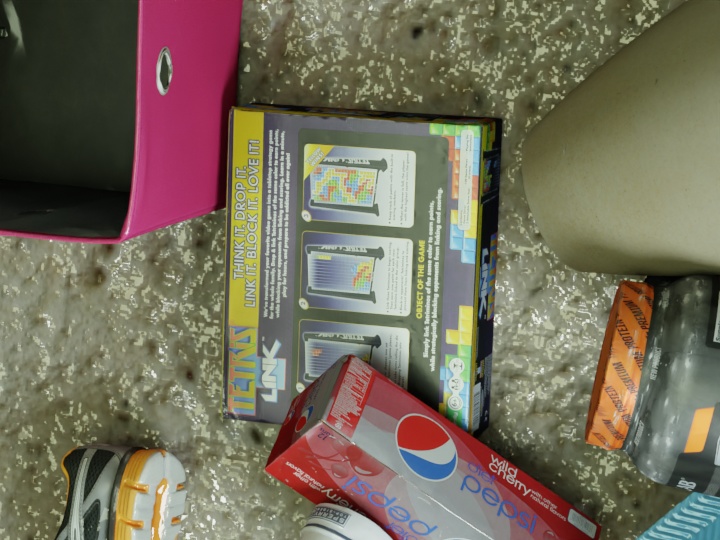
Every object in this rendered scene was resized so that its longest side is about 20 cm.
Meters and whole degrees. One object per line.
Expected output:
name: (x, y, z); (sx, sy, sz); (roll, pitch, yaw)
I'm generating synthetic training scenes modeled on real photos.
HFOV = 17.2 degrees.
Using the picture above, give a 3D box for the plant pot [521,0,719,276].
plant pot: (0.200, -0.070, 1.370); (0.200, 0.187, 0.188); (-21, 92, 32)

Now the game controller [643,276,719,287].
game controller: (0.268, 0.030, 1.430); (0.199, 0.042, 0.105); (-10, 81, 17)

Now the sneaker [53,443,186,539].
sneaker: (-0.168, 0.206, 1.562); (0.077, 0.078, 0.201); (15, 99, 27)

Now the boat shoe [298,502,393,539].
boat shoe: (0.016, 0.221, 1.460); (0.073, 0.065, 0.200); (2, 143, 45)

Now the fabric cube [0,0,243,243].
fabric cube: (-0.191, -0.129, 1.450); (0.199, 0.199, 0.197); (6, 99, 15)

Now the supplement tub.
supplement tub: (0.234, 0.073, 1.349); (0.199, 0.123, 0.123); (13, 101, 3)

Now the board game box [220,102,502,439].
board game box: (0.000, 0.000, 1.488); (0.165, 0.057, 0.201); (6, 100, 17)

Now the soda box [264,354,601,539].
soda box: (0.045, 0.138, 1.447); (0.200, 0.064, 0.070); (36, 135, -12)

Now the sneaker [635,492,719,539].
sneaker: (0.232, 0.149, 1.435); (0.200, 0.081, 0.077); (-32, 77, -3)
